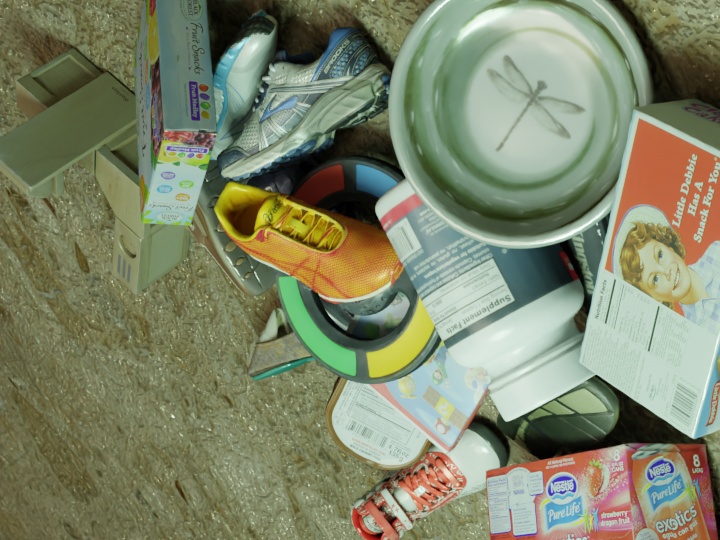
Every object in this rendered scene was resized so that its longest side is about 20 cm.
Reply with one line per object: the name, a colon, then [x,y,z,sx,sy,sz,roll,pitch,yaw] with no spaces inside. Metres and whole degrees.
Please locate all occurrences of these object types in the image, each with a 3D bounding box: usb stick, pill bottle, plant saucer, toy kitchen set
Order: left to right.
toy kitchen set: [-0.303,-0.086,1.571,0.200,0.163,0.181,40,146,18]
pill bottle: [0.107,0.008,1.162,0.201,0.119,0.119,62,148,5]
plant saucer: [0.119,-0.118,1.074,0.198,0.050,0.202,3,98,23]
usb stick: [0.183,-0.021,1.149,0.055,0.033,0.201,10,129,46]

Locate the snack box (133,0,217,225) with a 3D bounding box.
snack box: [-0.170,-0.163,1.334,0.143,0.052,0.201,114,154,-55]

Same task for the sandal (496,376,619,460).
sandal: [0.171,0.114,1.280,0.080,0.057,0.201,45,162,1]

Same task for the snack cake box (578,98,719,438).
snack cake box: [0.229,-0.003,1.012,0.115,0.067,0.202,36,128,43]

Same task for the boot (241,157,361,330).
boot: [-0.028,-0.018,1.386,0.090,0.073,0.200,-30,110,37]

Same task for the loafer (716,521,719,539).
loafer: [0.270,0.264,1.295,0.070,0.069,0.200,25,148,-23]

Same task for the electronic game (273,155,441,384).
electronic game: [0.000,0.000,1.292,0.199,0.041,0.202,9,104,38]

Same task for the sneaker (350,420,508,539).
sneaker: [0.063,0.219,1.459,0.067,0.108,0.201,52,147,-1]

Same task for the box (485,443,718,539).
box: [0.201,0.208,1.257,0.200,0.095,0.101,-24,67,57]

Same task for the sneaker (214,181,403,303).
sneaker: [-0.048,-0.025,1.245,0.199,0.073,0.077,14,161,37]

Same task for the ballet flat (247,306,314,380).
ballet flat: [-0.059,0.065,1.519,0.199,0.068,0.068,-20,86,51]

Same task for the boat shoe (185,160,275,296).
boat shoe: [-0.146,-0.066,1.469,0.072,0.075,0.201,-26,90,54]

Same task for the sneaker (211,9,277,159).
sneaker: [-0.091,-0.155,1.344,0.086,0.075,0.200,33,148,5]

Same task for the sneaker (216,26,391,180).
sneaker: [-0.055,-0.144,1.276,0.199,0.077,0.086,-29,83,34]

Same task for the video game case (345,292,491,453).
video game case: [0.070,0.043,1.291,0.143,0.017,0.201,39,121,19]

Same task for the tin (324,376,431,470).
tin: [0.036,0.112,1.400,0.111,0.042,0.201,24,129,-1]
